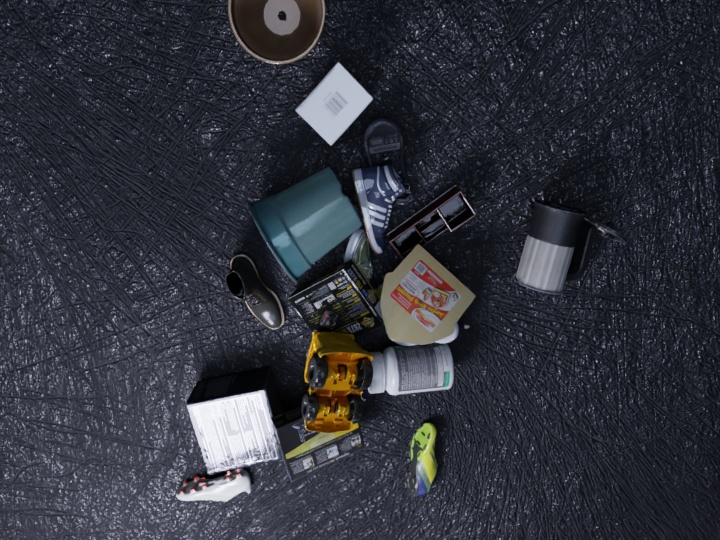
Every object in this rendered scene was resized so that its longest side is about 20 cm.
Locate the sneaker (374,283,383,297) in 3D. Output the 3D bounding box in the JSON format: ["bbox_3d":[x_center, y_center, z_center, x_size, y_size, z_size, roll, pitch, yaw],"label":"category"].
[{"bbox_3d":[0.108,0.065,1.377,0.197,0.090,0.079,-15,107,6],"label":"sneaker"}]

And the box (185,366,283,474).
[{"bbox_3d":[-0.295,0.368,1.443,0.195,0.123,0.203,-10,108,3],"label":"box"}]

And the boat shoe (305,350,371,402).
[{"bbox_3d":[-0.043,0.251,1.445,0.092,0.075,0.201,-37,110,3],"label":"boat shoe"}]

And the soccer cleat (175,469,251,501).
[{"bbox_3d":[-0.382,0.575,1.532,0.197,0.069,0.079,-15,108,1],"label":"soccer cleat"}]

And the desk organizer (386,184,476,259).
[{"bbox_3d":[0.160,-0.104,1.337,0.199,0.077,0.072,-35,103,9],"label":"desk organizer"}]

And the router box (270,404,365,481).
[{"bbox_3d":[-0.098,0.388,1.397,0.197,0.052,0.160,-19,115,-17],"label":"router box"}]

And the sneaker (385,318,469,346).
[{"bbox_3d":[0.162,0.140,1.406,0.198,0.113,0.077,-3,87,36],"label":"sneaker"}]

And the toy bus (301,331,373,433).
[{"bbox_3d":[-0.073,0.233,1.326,0.134,0.192,0.203,6,110,-24],"label":"toy bus"}]

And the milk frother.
[{"bbox_3d":[0.461,-0.038,1.294,0.177,0.200,0.191,9,106,-7],"label":"milk frother"}]

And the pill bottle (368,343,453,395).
[{"bbox_3d":[0.114,0.235,1.399,0.196,0.113,0.115,-4,106,-9],"label":"pill bottle"}]

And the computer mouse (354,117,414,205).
[{"bbox_3d":[0.050,-0.245,1.316,0.136,0.053,0.203,-5,118,-1],"label":"computer mouse"}]

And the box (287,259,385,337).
[{"bbox_3d":[-0.052,0.083,1.360,0.199,0.049,0.160,-27,107,37],"label":"box"}]

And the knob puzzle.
[{"bbox_3d":[0.130,0.076,1.313,0.216,0.030,0.224,0,83,-2],"label":"knob puzzle"}]

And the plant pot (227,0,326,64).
[{"bbox_3d":[-0.167,-0.530,1.210,0.197,0.093,0.204,0,105,-1],"label":"plant pot"}]

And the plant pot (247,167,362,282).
[{"bbox_3d":[-0.112,-0.112,1.284,0.194,0.200,0.202,-32,104,1],"label":"plant pot"}]

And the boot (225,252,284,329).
[{"bbox_3d":[-0.250,0.069,1.353,0.077,0.139,0.201,-31,105,8],"label":"boot"}]

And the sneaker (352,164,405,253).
[{"bbox_3d":[0.055,-0.138,1.302,0.107,0.070,0.203,-14,115,5],"label":"sneaker"}]

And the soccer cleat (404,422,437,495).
[{"bbox_3d":[0.169,0.485,1.519,0.083,0.064,0.204,3,103,-32],"label":"soccer cleat"}]

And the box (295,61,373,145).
[{"bbox_3d":[-0.050,-0.342,1.206,0.097,0.200,0.124,43,101,-11],"label":"box"}]

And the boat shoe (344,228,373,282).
[{"bbox_3d":[0.000,0.000,1.360,0.061,0.072,0.203,18,120,20],"label":"boat shoe"}]
